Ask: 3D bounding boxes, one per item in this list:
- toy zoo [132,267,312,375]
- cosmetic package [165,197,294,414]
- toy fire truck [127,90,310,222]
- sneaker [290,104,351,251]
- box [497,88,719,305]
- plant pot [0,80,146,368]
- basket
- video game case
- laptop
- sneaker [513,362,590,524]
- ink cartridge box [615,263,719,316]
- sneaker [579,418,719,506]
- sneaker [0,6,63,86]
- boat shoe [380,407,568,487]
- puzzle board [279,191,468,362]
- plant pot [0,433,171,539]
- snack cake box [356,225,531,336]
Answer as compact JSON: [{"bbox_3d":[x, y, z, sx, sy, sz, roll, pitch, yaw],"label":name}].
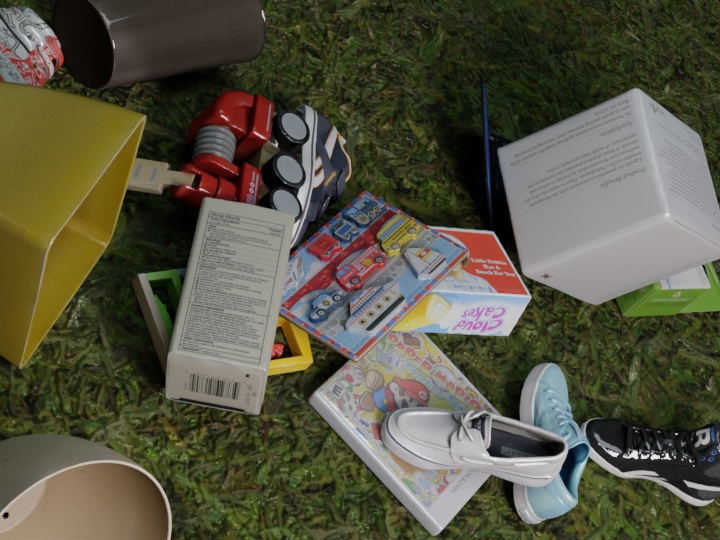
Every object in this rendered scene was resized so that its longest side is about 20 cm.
[{"bbox_3d":[-0.133,0.054,1.582,0.199,0.020,0.132,-6,63,-36],"label":"toy zoo"},{"bbox_3d":[-0.132,0.035,1.508,0.103,0.087,0.201,11,53,-2],"label":"cosmetic package"},{"bbox_3d":[-0.175,-0.119,1.625,0.199,0.129,0.177,27,47,-28],"label":"toy fire truck"},{"bbox_3d":[-0.056,-0.095,1.699,0.079,0.078,0.201,29,53,-27],"label":"sneaker"},{"bbox_3d":[0.307,-0.083,1.790,0.200,0.198,0.172,21,53,-52],"label":"box"},{"bbox_3d":[-0.342,-0.067,1.423,0.176,0.200,0.200,27,47,1],"label":"plant pot"},{"bbox_3d":[-0.235,-0.287,1.683,0.200,0.136,0.181,-30,76,-39],"label":"basket"},{"bbox_3d":[0.063,0.164,1.632,0.200,0.023,0.182,46,46,4],"label":"video game case"},{"bbox_3d":[0.213,-0.125,1.878,0.199,0.103,0.178,18,51,-22],"label":"laptop"},{"bbox_3d":[0.227,0.190,1.670,0.074,0.082,0.201,39,46,-39],"label":"sneaker"},{"bbox_3d":[0.413,-0.023,1.956,0.199,0.076,0.148,-2,60,-32],"label":"ink cartridge box"},{"bbox_3d":[0.365,0.202,1.741,0.199,0.112,0.073,23,48,-18],"label":"sneaker"},{"bbox_3d":[-0.355,-0.200,1.583,0.108,0.067,0.202,-19,69,-38],"label":"sneaker"},{"bbox_3d":[0.123,0.175,1.578,0.199,0.065,0.074,10,53,-8],"label":"boat shoe"},{"bbox_3d":[0.000,0.000,1.608,0.150,0.017,0.200,30,55,26],"label":"puzzle board"},{"bbox_3d":[-0.283,0.220,1.275,0.200,0.201,0.134,-13,32,-39],"label":"plant pot"},{"bbox_3d":[0.083,0.009,1.706,0.199,0.067,0.115,4,40,-31],"label":"snack cake box"}]
